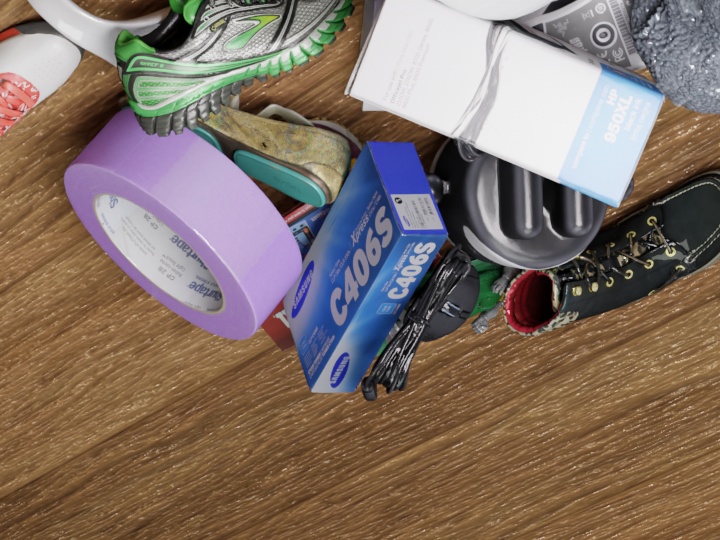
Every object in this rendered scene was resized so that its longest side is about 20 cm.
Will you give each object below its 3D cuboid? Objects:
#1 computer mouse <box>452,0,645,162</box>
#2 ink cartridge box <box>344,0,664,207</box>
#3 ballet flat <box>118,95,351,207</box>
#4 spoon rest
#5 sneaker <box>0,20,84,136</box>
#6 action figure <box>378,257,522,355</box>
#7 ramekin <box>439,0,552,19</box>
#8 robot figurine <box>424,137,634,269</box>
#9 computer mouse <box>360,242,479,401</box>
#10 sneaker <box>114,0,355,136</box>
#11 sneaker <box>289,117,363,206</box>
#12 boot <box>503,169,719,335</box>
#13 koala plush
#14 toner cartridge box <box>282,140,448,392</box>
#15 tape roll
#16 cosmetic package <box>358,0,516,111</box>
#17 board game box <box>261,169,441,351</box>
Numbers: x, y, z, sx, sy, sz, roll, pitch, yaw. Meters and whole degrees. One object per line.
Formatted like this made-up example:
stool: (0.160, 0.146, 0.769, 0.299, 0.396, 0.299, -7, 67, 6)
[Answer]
computer mouse: (0.148, -0.163, 1.358, 0.198, 0.044, 0.111, -20, 107, 11)
ink cartridge box: (0.099, -0.128, 1.270, 0.198, 0.145, 0.085, 22, 102, -1)
ballet flat: (-0.097, -0.112, 1.477, 0.198, 0.071, 0.071, 22, 148, 16)
spoon rest: (-0.166, -0.181, 1.390, 0.199, 0.061, 0.099, 22, 135, -30)
sneaker: (-0.298, -0.111, 1.436, 0.200, 0.109, 0.067, -22, 141, 24)
action figure: (0.107, 0.018, 1.645, 0.199, 0.055, 0.119, -20, 151, -30)
ramekin: (0.087, -0.261, 1.190, 0.199, 0.202, 0.097, 21, 146, -30)
robot figurine: (0.125, -0.067, 1.474, 0.150, 0.125, 0.200, 37, 175, -12)
computer mouse: (0.053, 0.050, 1.470, 0.046, 0.141, 0.200, 33, 180, 2)
sneaker: (-0.088, -0.181, 1.345, 0.199, 0.078, 0.086, -33, 123, -10)
sneaker: (-0.017, -0.047, 1.563, 0.074, 0.091, 0.200, -16, 143, 18)
boot: (0.229, -0.010, 1.597, 0.153, 0.074, 0.203, -16, 164, -44)
koala plush: (0.265, -0.191, 1.214, 0.176, 0.185, 0.200, 25, -175, -2)
toner cartridge box: (0.000, 0.000, 1.448, 0.043, 0.096, 0.201, 1, 140, -26)
tape roll: (-0.143, -0.036, 1.483, 0.199, 0.066, 0.201, 34, 158, 16)
cosmetic package: (0.080, -0.202, 1.391, 0.149, 0.052, 0.201, -2, 144, -6)
board game box: (-0.033, -0.007, 1.542, 0.103, 0.019, 0.199, 49, 133, -12)
